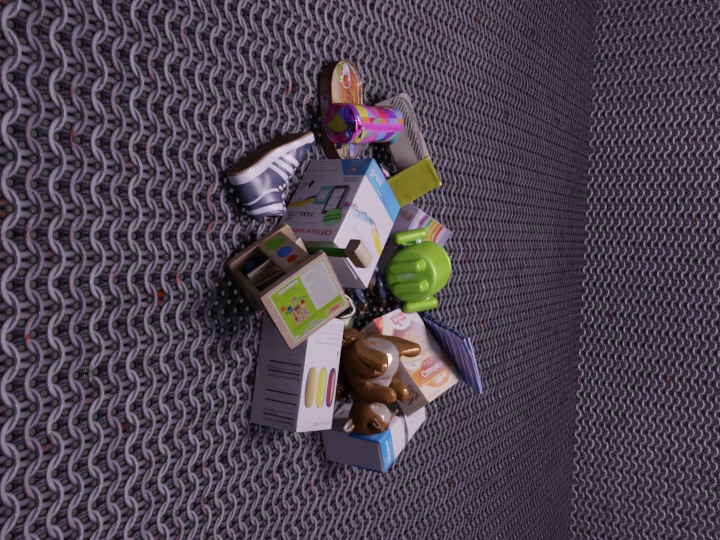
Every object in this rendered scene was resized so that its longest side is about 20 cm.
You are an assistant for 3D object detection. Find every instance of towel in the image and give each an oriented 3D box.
[{"bbox_3d":[0.073,-0.162,1.482,0.086,0.200,0.018,55,6,-45],"label":"towel"},{"bbox_3d":[0.186,0.173,1.516,0.024,0.200,0.145,-28,117,-19],"label":"towel"}]

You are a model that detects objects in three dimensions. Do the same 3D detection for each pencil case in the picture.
[{"bbox_3d":[0.010,-0.286,1.371,0.200,0.088,0.089,-20,111,-56],"label":"pencil case"}]

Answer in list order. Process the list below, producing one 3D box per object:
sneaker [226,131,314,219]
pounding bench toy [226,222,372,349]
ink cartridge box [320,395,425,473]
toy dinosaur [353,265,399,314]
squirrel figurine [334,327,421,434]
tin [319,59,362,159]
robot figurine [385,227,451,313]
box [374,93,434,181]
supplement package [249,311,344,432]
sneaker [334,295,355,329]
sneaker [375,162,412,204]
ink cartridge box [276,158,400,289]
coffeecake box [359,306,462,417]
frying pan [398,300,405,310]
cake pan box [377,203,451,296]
[{"bbox_3d":[-0.142,-0.163,1.216,0.200,0.070,0.109,-42,123,-40],"label":"sneaker"},{"bbox_3d":[-0.097,-0.002,1.180,0.200,0.156,0.124,-36,130,-14],"label":"pounding bench toy"},{"bbox_3d":[0.032,0.324,1.478,0.200,0.146,0.085,-37,124,-51],"label":"ink cartridge box"},{"bbox_3d":[0.000,0.000,1.464,0.200,0.105,0.182,-10,92,-74],"label":"toy dinosaur"},{"bbox_3d":[-0.001,0.222,1.370,0.141,0.199,0.187,-24,128,-59],"label":"squirrel figurine"},{"bbox_3d":[-0.039,-0.318,1.399,0.112,0.042,0.201,-18,109,-60],"label":"tin"},{"bbox_3d":[0.125,0.001,1.473,0.200,0.115,0.176,-26,106,-65],"label":"robot figurine"},{"bbox_3d":[0.101,-0.284,1.533,0.201,0.068,0.082,69,19,-9],"label":"box"},{"bbox_3d":[-0.114,0.182,1.264,0.114,0.109,0.201,13,82,-57],"label":"supplement package"},{"bbox_3d":[-0.046,0.086,1.380,0.200,0.090,0.067,43,57,-52],"label":"sneaker"},{"bbox_3d":[0.064,-0.188,1.560,0.200,0.080,0.087,52,38,-57],"label":"sneaker"},{"bbox_3d":[-0.042,-0.089,1.314,0.146,0.146,0.200,56,47,-45],"label":"ink cartridge box"},{"bbox_3d":[0.102,0.185,1.472,0.200,0.073,0.153,55,35,11],"label":"coffeecake box"},{"bbox_3d":[0.122,0.088,1.617,0.115,0.031,0.190,-56,149,-40],"label":"frying pan"},{"bbox_3d":[0.108,-0.038,1.594,0.200,0.052,0.184,-59,145,2],"label":"cake pan box"}]
